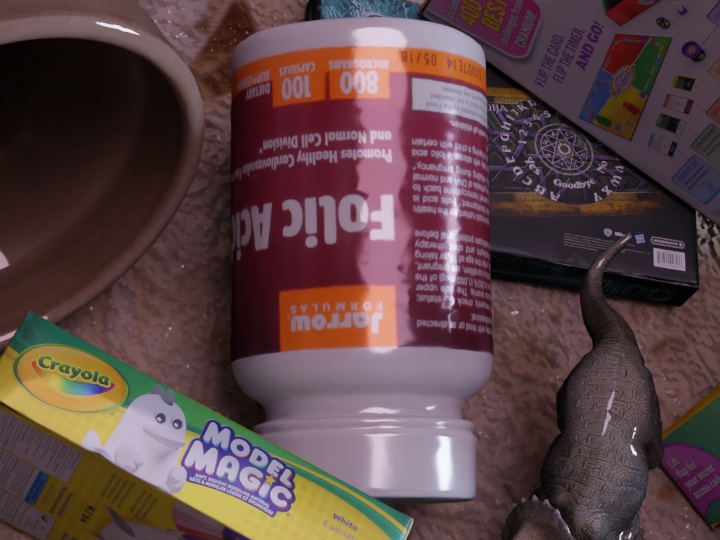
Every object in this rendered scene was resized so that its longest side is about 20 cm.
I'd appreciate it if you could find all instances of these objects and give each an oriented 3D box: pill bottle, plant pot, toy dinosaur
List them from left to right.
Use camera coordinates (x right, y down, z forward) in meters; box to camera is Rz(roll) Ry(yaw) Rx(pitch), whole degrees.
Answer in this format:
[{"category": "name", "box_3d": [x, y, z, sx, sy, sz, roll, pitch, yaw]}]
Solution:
[{"category": "plant pot", "box_3d": [-0.190, -0.084, 0.881, 0.200, 0.200, 0.175, -17, 56, -26]}, {"category": "pill bottle", "box_3d": [0.000, 0.000, 0.917, 0.114, 0.114, 0.200, 2, 81, -19]}, {"category": "toy dinosaur", "box_3d": [0.105, 0.080, 0.925, 0.077, 0.102, 0.200, 24, 81, 6]}]

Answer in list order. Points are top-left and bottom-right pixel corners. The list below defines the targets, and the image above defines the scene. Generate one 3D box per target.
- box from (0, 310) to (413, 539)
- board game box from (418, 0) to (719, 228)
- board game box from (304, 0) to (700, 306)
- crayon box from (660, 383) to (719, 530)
[{"category": "box", "box_3d": [-0.066, 0.101, 0.862, 0.200, 0.117, 0.048, 31, 60, -4]}, {"category": "board game box", "box_3d": [0.141, -0.114, 0.984, 0.200, 0.153, 0.040, 36, 58, -1]}, {"category": "board game box", "box_3d": [0.068, -0.062, 1.039, 0.200, 0.028, 0.135, 10, 62, -15]}, {"category": "crayon box", "box_3d": [0.243, 0.022, 0.962, 0.173, 0.200, 0.058, -36, 82, -30]}]
